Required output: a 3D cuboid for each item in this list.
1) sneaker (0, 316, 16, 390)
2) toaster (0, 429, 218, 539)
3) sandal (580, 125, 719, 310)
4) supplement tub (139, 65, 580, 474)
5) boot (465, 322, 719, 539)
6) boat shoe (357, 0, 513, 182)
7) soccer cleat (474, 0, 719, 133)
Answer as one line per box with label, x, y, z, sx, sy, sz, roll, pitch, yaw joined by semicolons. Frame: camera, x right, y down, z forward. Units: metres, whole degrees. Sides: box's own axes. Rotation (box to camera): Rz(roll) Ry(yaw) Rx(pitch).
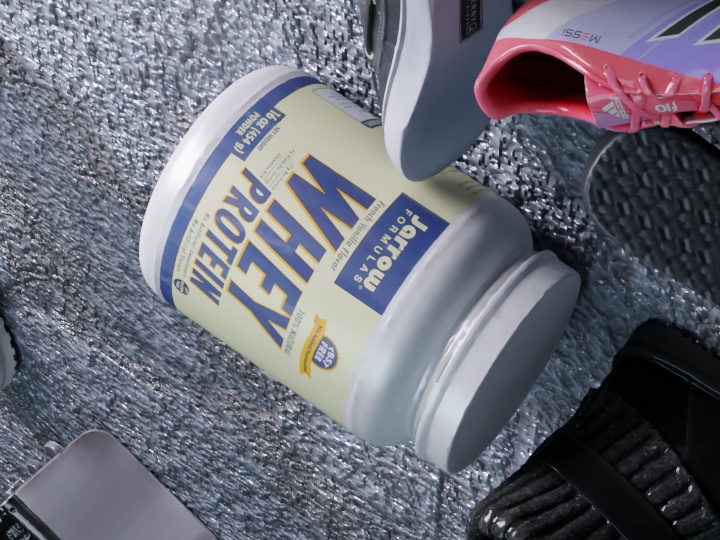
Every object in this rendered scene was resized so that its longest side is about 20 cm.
sneaker;-0.343;0.054;1.613;0.076;0.081;0.201;29;151;21
toaster;-0.229;0.247;1.692;0.200;0.119;0.181;44;153;-3
sandal;0.185;-0.001;0.862;0.200;0.048;0.075;40;109;-9
supplement tub;0.000;0.000;1.013;0.199;0.145;0.145;33;151;17
boot;0.173;0.137;0.964;0.210;0.158;0.080;31;151;22
boat shoe;0.026;-0.123;0.894;0.066;0.070;0.201;49;161;27
soccer cleat;0.134;-0.083;0.794;0.199;0.073;0.068;11;140;46
